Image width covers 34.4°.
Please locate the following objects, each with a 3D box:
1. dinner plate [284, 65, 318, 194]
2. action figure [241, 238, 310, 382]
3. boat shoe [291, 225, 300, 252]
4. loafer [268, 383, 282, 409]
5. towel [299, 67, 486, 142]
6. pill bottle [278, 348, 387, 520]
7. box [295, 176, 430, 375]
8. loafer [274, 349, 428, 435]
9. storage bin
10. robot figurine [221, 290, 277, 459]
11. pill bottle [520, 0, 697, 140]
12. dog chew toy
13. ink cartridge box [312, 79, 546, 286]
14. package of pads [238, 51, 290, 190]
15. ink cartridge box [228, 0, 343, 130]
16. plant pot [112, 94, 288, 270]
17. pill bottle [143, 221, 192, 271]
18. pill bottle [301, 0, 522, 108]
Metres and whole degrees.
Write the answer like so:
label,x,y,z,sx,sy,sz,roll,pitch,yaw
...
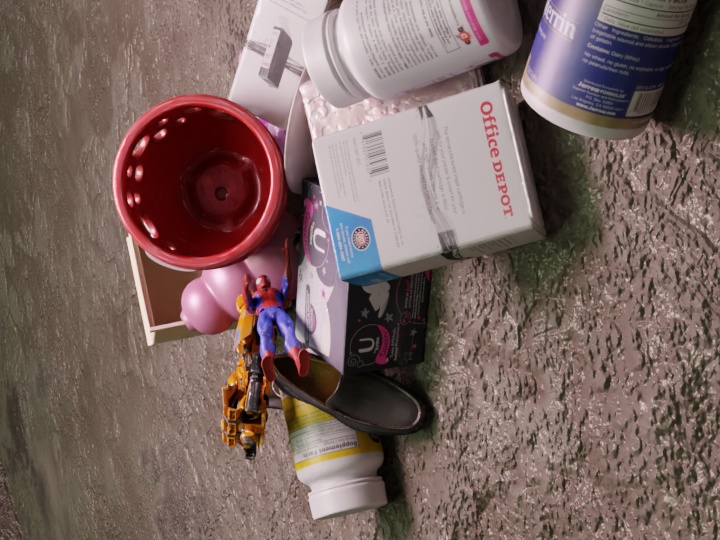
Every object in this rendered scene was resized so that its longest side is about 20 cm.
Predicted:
label,x,y,z,sx,sy,sz,roll,pitch,yaw
dinner plate,-0.040,-0.185,1.371,0.024,0.200,0.202,18,118,13
action figure,-0.103,0.036,1.365,0.200,0.065,0.100,-117,22,-62
boat shoe,-0.044,-0.035,1.469,0.074,0.073,0.202,2,96,60
loafer,-0.094,0.155,1.604,0.199,0.072,0.072,7,96,51
towel,0.043,-0.141,1.222,0.198,0.032,0.193,-17,77,18
pill bottle,-0.034,0.201,1.447,0.114,0.113,0.202,-36,63,57
box,0.000,0.000,1.354,0.132,0.114,0.202,29,119,55
loafer,-0.019,0.143,1.358,0.072,0.198,0.074,44,-118,-73
storage bin,-0.220,-0.013,1.649,0.094,0.198,0.200,119,138,-67
robot figurine,-0.137,0.132,1.439,0.201,0.058,0.146,-87,3,-45
pill bottle,0.211,-0.218,0.942,0.116,0.115,0.201,52,136,44
dog chew toy,-0.152,0.010,1.543,0.125,0.199,0.125,52,175,6
ink cartridge box,0.068,-0.080,1.143,0.198,0.084,0.147,-15,78,17
package of pads,-0.106,-0.209,1.552,0.120,0.075,0.202,168,96,-65
ink cartridge box,-0.068,-0.287,1.377,0.083,0.144,0.201,29,126,7
plant pot,-0.179,-0.102,1.405,0.182,0.198,0.203,-16,-78,-85
pill bottle,-0.225,-0.106,1.571,0.112,0.112,0.202,-28,44,59
pill bottle,0.049,-0.237,1.148,0.198,0.113,0.115,-17,78,27
